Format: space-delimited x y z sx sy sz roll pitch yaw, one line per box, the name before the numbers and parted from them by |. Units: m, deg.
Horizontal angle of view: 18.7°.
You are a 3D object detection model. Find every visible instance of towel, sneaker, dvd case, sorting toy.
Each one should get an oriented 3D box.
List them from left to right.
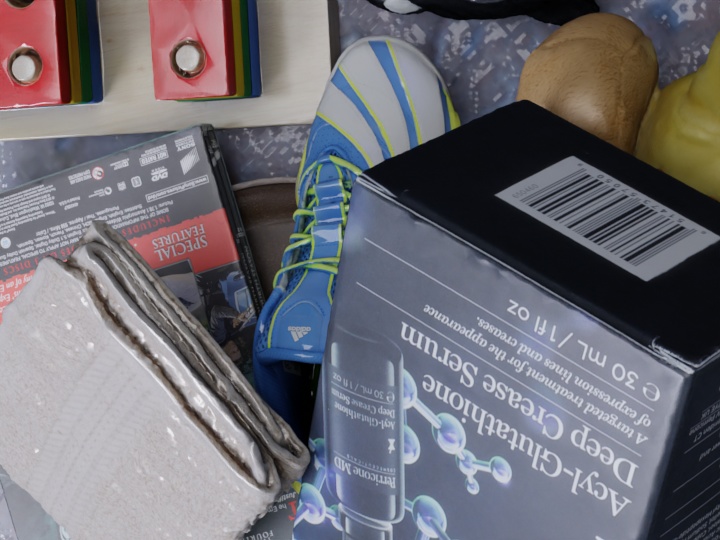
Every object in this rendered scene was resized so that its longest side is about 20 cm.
sorting toy | -0.117 -0.161 0.972 0.198 0.070 0.201 -2 94 16
towel | -0.098 0.070 0.889 0.133 0.034 0.200 49 148 8
dvd case | -0.104 0.051 0.978 0.145 0.022 0.202 -18 88 16
sneaker | 0.000 0.000 0.899 0.075 0.105 0.202 3 90 10

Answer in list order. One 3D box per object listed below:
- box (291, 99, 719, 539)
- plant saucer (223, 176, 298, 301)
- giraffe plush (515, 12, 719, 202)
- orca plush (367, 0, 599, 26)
box | 0.068 0.065 0.813 0.148 0.107 0.201 30 127 29
plant saucer | -0.027 0.058 0.984 0.198 0.032 0.202 1 95 15
giraffe plush | 0.130 -0.051 0.878 0.161 0.172 0.202 8 114 25
orca plush | 0.092 -0.141 0.935 0.199 0.071 0.106 -23 43 6
